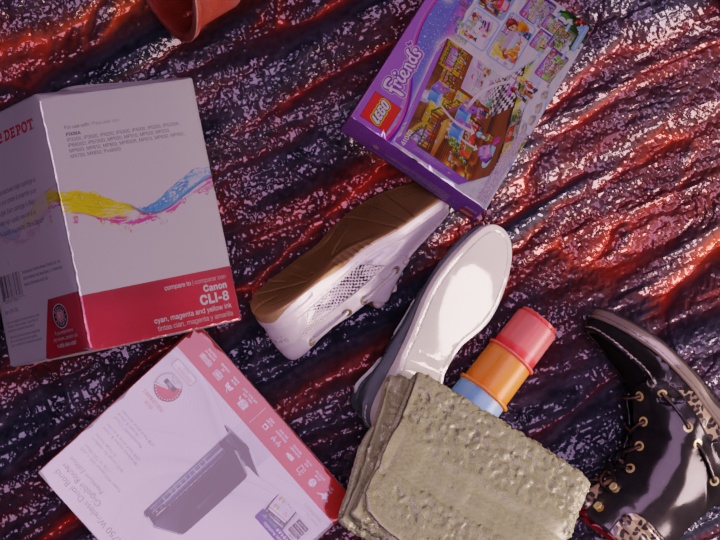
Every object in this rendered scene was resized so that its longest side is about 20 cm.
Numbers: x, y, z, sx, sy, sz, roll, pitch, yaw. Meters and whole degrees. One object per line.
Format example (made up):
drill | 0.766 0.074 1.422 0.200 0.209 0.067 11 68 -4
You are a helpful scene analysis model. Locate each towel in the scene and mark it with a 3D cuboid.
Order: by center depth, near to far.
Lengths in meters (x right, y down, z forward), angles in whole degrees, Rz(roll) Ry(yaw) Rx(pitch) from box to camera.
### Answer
towel | 0.085 0.183 1.666 0.199 0.036 0.149 29 66 -13

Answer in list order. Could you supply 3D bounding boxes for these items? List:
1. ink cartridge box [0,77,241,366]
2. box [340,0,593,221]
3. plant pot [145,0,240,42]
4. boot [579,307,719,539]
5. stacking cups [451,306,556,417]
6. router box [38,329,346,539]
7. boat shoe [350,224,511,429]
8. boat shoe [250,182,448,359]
ink cartridge box | -0.205 -0.039 1.629 0.144 0.145 0.202 -11 90 -34
box | 0.091 -0.161 1.723 0.136 0.039 0.201 34 69 -5
plant pot | -0.095 -0.317 1.660 0.194 0.201 0.202 -27 91 -15
boot | 0.231 0.145 1.740 0.200 0.073 0.151 45 83 -9
stacking cups | 0.093 0.120 1.725 0.060 0.060 0.200 40 83 -4
router box | -0.134 0.179 1.698 0.179 0.049 0.200 -43 94 -7
boat shoe | 0.055 0.045 1.719 0.073 0.062 0.201 32 86 -36
boat shoe | 0.000 0.000 1.720 0.199 0.071 0.070 -36 119 -15
